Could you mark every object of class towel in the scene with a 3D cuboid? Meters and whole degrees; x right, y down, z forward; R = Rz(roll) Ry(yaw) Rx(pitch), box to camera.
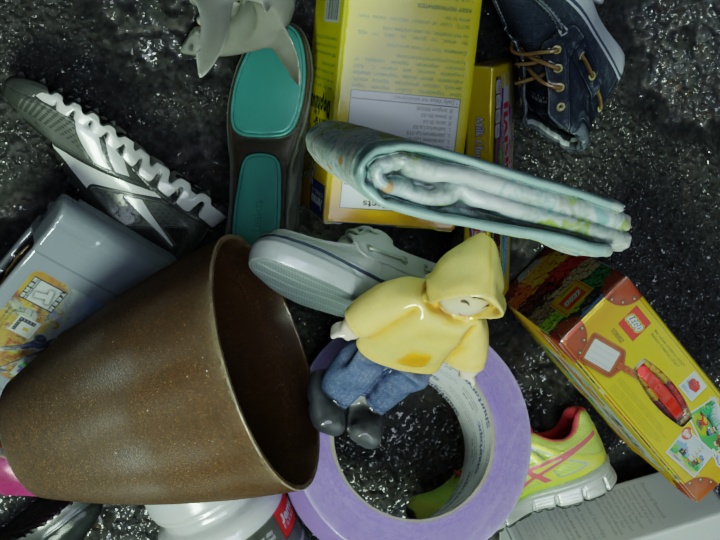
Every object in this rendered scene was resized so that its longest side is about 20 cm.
[{"bbox_3d":[0.069,-0.056,0.849,0.198,0.171,0.049,15,95,-17],"label":"towel"}]

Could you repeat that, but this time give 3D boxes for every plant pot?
[{"bbox_3d":[-0.156,0.094,0.893,0.198,0.187,0.189,-18,108,13],"label":"plant pot"}]

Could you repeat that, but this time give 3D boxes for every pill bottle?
[{"bbox_3d":[-0.099,0.239,1.022,0.113,0.114,0.202,-28,108,-7],"label":"pill bottle"}]

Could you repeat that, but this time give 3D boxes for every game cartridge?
[{"bbox_3d":[-0.237,0.045,0.946,0.133,0.042,0.200,34,108,-32],"label":"game cartridge"}]

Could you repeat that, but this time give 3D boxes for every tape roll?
[{"bbox_3d":[0.035,0.141,1.006,0.197,0.085,0.203,3,74,-11],"label":"tape roll"}]

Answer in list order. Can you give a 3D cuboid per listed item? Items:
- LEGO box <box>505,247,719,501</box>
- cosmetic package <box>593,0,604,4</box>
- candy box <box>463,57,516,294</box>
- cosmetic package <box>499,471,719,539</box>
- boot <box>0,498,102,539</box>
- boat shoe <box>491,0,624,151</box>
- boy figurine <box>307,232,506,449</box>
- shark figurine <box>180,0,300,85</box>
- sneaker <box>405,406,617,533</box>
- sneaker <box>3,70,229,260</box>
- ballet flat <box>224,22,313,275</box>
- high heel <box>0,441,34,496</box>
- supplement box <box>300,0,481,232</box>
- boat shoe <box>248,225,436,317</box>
[{"bbox_3d":[0.226,0.082,1.050,0.077,0.149,0.200,-43,110,-1],"label":"LEGO box"},{"bbox_3d":[0.112,-0.293,0.974,0.198,0.071,0.103,15,99,-17],"label":"cosmetic package"},{"bbox_3d":[0.107,-0.071,1.011,0.026,0.102,0.203,4,104,15],"label":"candy box"},{"bbox_3d":[0.231,0.257,1.121,0.197,0.074,0.103,-14,128,-13],"label":"cosmetic package"},{"bbox_3d":[-0.229,0.291,1.025,0.164,0.066,0.201,-36,106,5],"label":"boot"},{"bbox_3d":[0.148,-0.170,0.969,0.200,0.070,0.092,32,77,-49],"label":"boat shoe"},{"bbox_3d":[0.045,0.051,0.885,0.123,0.065,0.200,25,132,-25],"label":"boy figurine"},{"bbox_3d":[-0.070,-0.172,0.871,0.127,0.214,0.090,-23,96,-2],"label":"shark figurine"},{"bbox_3d":[0.129,0.175,1.094,0.198,0.078,0.092,-16,99,-16],"label":"sneaker"},{"bbox_3d":[-0.202,-0.070,0.947,0.199,0.066,0.091,37,90,-21],"label":"sneaker"},{"bbox_3d":[-0.074,-0.095,0.975,0.066,0.064,0.203,5,84,7],"label":"ballet flat"},{"bbox_3d":[-0.325,0.171,0.958,0.197,0.067,0.097,16,90,-5],"label":"high heel"},{"bbox_3d":[0.020,-0.141,0.966,0.107,0.110,0.203,4,101,-15],"label":"supplement box"},{"bbox_3d":[0.000,0.000,0.935,0.199,0.073,0.068,26,67,-38],"label":"boat shoe"}]
